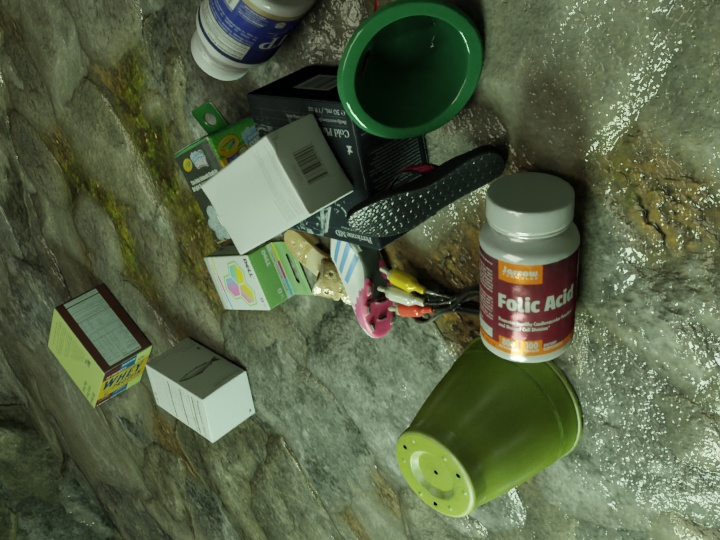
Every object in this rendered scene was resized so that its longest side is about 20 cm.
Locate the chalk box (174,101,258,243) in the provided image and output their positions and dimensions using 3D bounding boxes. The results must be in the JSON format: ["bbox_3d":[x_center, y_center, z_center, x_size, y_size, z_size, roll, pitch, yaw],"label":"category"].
[{"bbox_3d":[-0.188,-0.163,1.338,0.125,0.124,0.200,-11,107,53],"label":"chalk box"}]

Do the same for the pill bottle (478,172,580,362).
[{"bbox_3d":[0.194,-0.003,1.014,0.114,0.114,0.200,24,133,37],"label":"pill bottle"}]

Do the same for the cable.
[{"bbox_3d":[0.110,0.050,1.208,0.200,0.050,0.097,16,131,44],"label":"cable"}]

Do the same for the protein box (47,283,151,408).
[{"bbox_3d":[-0.623,0.180,2.093,0.200,0.135,0.199,49,143,12],"label":"protein box"}]

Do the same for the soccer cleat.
[{"bbox_3d":[0.000,0.000,1.293,0.086,0.070,0.200,12,119,53],"label":"soccer cleat"}]

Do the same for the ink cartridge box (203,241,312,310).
[{"bbox_3d":[-0.179,0.010,1.509,0.200,0.059,0.104,-1,115,50],"label":"ink cartridge box"}]

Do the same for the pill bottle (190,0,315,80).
[{"bbox_3d":[-0.148,-0.339,1.160,0.120,0.120,0.200,57,145,0],"label":"pill bottle"}]

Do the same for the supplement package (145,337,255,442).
[{"bbox_3d":[-0.331,0.243,1.813,0.200,0.117,0.117,22,131,38],"label":"supplement package"}]

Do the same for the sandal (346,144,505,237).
[{"bbox_3d":[0.076,-0.100,1.054,0.075,0.200,0.045,56,-170,-55],"label":"sandal"}]

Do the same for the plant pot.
[{"bbox_3d":[0.154,0.217,1.160,0.200,0.193,0.201,30,137,33],"label":"plant pot"}]

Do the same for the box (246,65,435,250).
[{"bbox_3d":[-0.023,-0.153,1.153,0.200,0.124,0.197,15,129,43],"label":"box"}]

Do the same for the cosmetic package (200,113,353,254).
[{"bbox_3d":[-0.111,-0.105,1.120,0.200,0.081,0.113,-19,101,56],"label":"cosmetic package"}]

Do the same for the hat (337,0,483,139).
[{"bbox_3d":[0.045,-0.284,1.036,0.176,0.165,0.200,-106,35,-48],"label":"hat"}]

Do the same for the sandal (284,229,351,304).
[{"bbox_3d":[-0.057,0.013,1.359,0.212,0.070,0.078,39,140,24],"label":"sandal"}]
